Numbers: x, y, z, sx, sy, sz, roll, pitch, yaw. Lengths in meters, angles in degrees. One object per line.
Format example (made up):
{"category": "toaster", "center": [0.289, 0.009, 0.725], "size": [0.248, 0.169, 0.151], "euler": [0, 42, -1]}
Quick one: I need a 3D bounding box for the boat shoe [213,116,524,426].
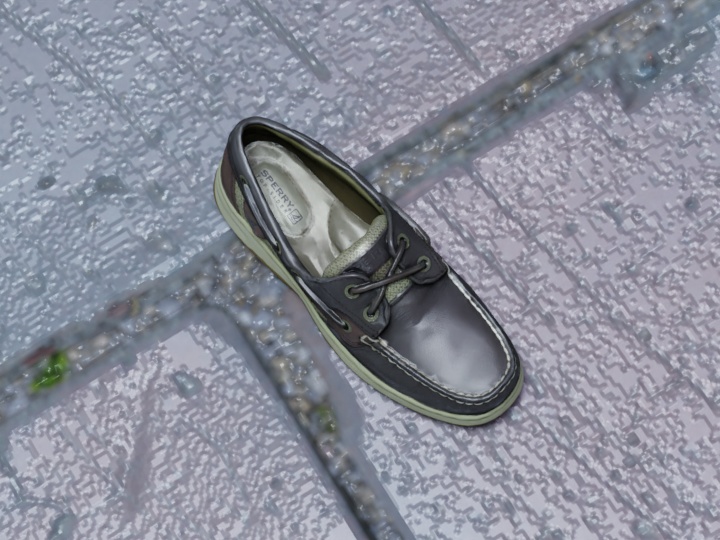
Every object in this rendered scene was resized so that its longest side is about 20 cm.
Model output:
{"category": "boat shoe", "center": [0.000, 0.000, 1.384], "size": [0.200, 0.065, 0.073], "euler": [39, 77, 13]}
